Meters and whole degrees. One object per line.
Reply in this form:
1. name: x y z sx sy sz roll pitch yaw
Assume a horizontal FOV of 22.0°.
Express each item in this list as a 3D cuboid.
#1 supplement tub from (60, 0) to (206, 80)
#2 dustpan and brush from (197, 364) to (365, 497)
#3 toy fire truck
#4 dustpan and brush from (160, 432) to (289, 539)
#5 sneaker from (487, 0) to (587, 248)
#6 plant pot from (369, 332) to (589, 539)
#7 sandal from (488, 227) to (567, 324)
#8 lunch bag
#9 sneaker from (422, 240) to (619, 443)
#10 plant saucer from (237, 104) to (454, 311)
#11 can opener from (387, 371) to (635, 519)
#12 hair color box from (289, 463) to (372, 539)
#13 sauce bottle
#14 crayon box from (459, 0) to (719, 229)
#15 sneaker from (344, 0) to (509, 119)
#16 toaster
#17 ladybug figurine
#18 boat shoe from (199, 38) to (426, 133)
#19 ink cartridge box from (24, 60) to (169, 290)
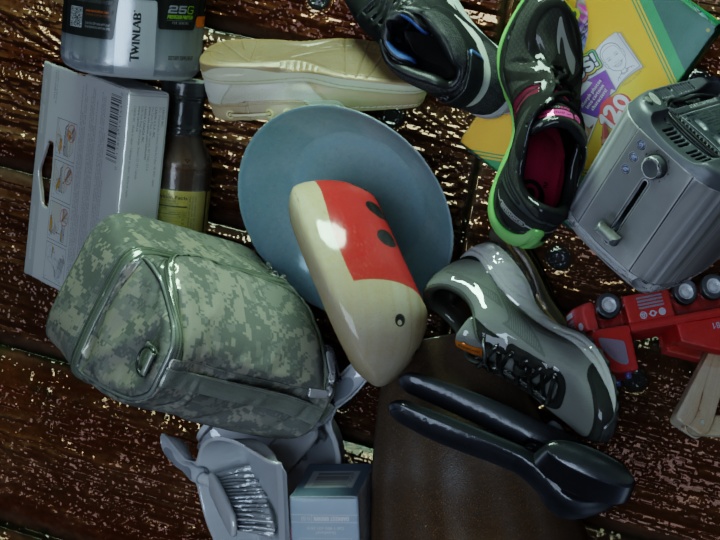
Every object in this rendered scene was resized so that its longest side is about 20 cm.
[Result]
1. supplement tub: -0.186 -0.266 1.556 0.121 0.122 0.202 9 102 16
2. dustpan and brush: -0.048 0.139 1.598 0.140 0.057 0.200 45 109 7
3. toy fire truck: 0.270 0.079 1.463 0.198 0.049 0.142 -10 76 -13
4. dustpan and brush: -0.119 0.184 1.573 0.057 0.200 0.141 -9 116 -19
5. sneaker: 0.146 -0.117 1.406 0.076 0.084 0.202 8 78 -23
6. plant pot: 0.082 0.156 1.518 0.185 0.187 0.202 -14 82 19
7. sandal: 0.149 0.054 1.519 0.054 0.080 0.201 -29 83 9
8. lunch bag: -0.130 0.059 1.511 0.168 0.199 0.140 45 110 43
9. sneaker: 0.125 0.065 1.440 0.200 0.079 0.074 46 145 30
10. plant saucer: -0.007 -0.054 1.555 0.199 0.039 0.203 13 123 21
11. can opener: 0.117 0.129 1.423 0.199 0.064 0.079 25 136 8
12. hair color box: -0.019 0.271 1.537 0.060 0.099 0.202 -1 99 9
13. sauce bottle: -0.161 -0.066 1.611 0.064 0.065 0.202 10 100 16
14. crayon box: 0.185 -0.150 1.487 0.118 0.058 0.201 38 108 10
15. sneaker: 0.036 -0.202 1.472 0.200 0.112 0.073 43 106 30
16. toaster: 0.248 -0.067 1.424 0.114 0.199 0.130 45 123 18
17. ladybug figurine: 0.000 0.000 1.465 0.071 0.136 0.201 -25 51 2
18. boat shoe: -0.036 -0.151 1.559 0.198 0.074 0.070 6 124 13
19. ink cartridge box: -0.233 -0.072 1.622 0.176 0.044 0.202 25 111 54
